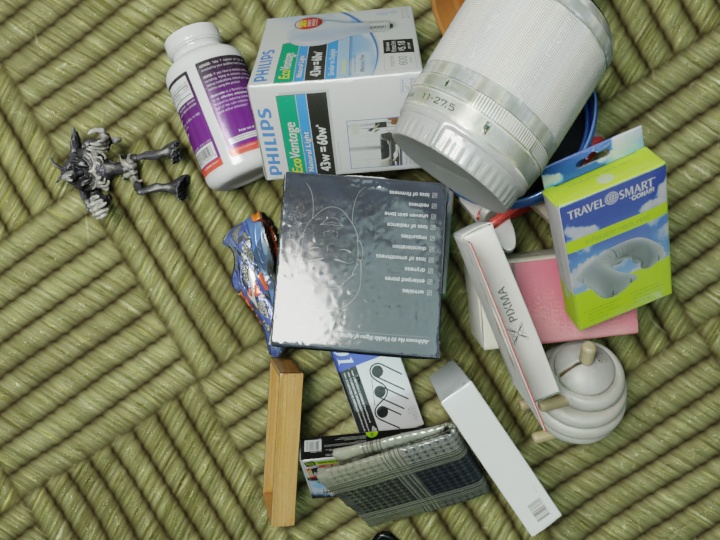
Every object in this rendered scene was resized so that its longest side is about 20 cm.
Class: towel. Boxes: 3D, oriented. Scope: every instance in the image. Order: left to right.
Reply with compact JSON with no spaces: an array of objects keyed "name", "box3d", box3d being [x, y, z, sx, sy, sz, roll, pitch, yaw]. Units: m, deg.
[{"name":"towel","box3d":[0.060,0.275,0.823,0.196,0.035,0.194,-21,134,13]}]

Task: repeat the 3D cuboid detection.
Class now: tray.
[{"name":"tray","box3d":[-0.108,0.232,0.854,0.036,0.098,0.206,4,93,-16]}]

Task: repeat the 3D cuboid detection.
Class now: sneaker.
[{"name":"sneaker","box3d":[-0.140,0.024,0.867,0.077,0.075,0.205,-15,85,12]}]

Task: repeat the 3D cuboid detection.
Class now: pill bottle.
[{"name":"pill bottle","box3d":[-0.189,-0.219,0.828,0.110,0.112,0.204,-22,92,3]}]

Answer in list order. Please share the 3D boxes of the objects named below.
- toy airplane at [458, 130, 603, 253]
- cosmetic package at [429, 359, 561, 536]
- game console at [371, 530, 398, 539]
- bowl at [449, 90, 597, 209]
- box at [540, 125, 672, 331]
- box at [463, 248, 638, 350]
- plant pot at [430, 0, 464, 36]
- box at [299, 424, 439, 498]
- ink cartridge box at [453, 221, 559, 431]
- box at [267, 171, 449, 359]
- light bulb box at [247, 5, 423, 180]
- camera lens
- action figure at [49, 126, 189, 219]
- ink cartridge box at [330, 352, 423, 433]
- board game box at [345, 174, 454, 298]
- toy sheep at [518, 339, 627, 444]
[{"name":"toy airplane","box3d":[0.219,-0.121,0.766,0.195,0.142,0.203,10,62,-3]},{"name":"cosmetic package","box3d":[0.171,0.226,0.818,0.051,0.151,0.202,-34,91,4]},{"name":"game console","box3d":[0.032,0.511,0.856,0.172,0.119,0.201,40,94,0]},{"name":"bowl","box3d":[0.174,-0.168,0.717,0.196,0.039,0.206,-8,73,25]},{"name":"box","box3d":[0.274,-0.039,0.675,0.120,0.048,0.203,-22,124,3]},{"name":"box","box3d":[0.244,0.031,0.815,0.195,0.128,0.112,-7,94,3]},{"name":"plant pot","box3d":[0.205,-0.350,0.776,0.199,0.200,0.141,42,77,0]},{"name":"box","box3d":[0.021,0.267,0.853,0.195,0.035,0.112,-6,134,3]},{"name":"ink cartridge box","box3d":[0.162,0.048,0.669,0.043,0.174,0.204,-22,94,4]},{"name":"box","box3d":[0.000,0.000,0.746,0.194,0.124,0.202,5,81,1]},{"name":"light bulb box","box3d":[-0.024,-0.224,0.765,0.194,0.201,0.127,-4,132,2]},{"name":"camera lens","box3d":[0.143,-0.183,0.622,0.158,0.160,0.202,33,92,0]},{"name":"action figure","box3d":[-0.344,-0.138,0.846,0.194,0.102,0.122,-3,105,1]},{"name":"ink cartridge box","box3d":[0.013,0.134,0.872,0.092,0.044,0.204,-20,92,2]},{"name":"board game box","box3d":[0.025,-0.048,0.843,0.195,0.040,0.157,7,76,2]},{"name":"toy sheep","box3d":[0.281,0.157,0.804,0.134,0.202,0.141,-4,54,5]}]
